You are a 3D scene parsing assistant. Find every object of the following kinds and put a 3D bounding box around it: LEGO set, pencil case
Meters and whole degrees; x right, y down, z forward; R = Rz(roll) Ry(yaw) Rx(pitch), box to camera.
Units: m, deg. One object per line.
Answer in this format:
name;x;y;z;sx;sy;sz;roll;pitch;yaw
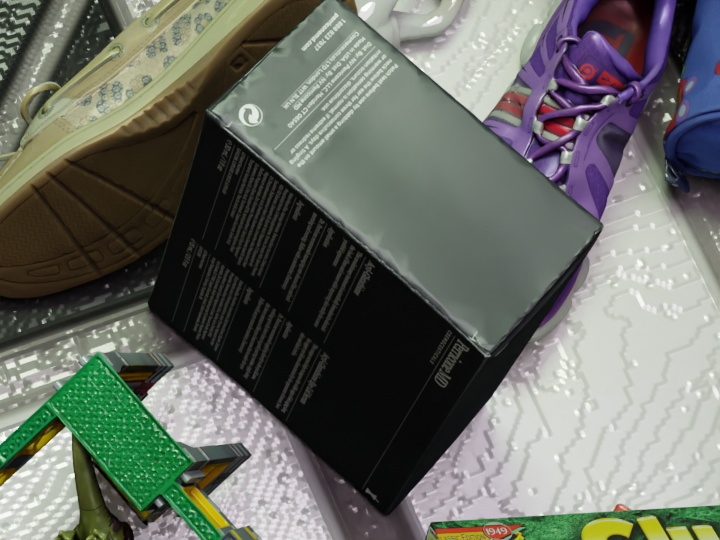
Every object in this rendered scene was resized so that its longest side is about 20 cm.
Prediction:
LEGO set;-0.085;0.126;1.099;0.200;0.116;0.154;40;96;10
pencil case;0.185;-0.131;1.252;0.078;0.087;0.201;4;65;11

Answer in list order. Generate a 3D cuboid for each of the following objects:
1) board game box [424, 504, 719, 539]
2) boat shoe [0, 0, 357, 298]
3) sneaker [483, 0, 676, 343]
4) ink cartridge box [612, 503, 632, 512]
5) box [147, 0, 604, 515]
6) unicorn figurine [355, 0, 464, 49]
board game box;0.132;0.128;1.033;0.199;0.024;0.105;-2;32;-18
boat shoe;-0.091;-0.066;1.163;0.200;0.073;0.063;-38;47;1
sneaker;0.086;-0.063;1.203;0.080;0.083;0.201;23;66;-1
ink cartridge box;0.129;0.222;1.076;0.176;0.045;0.201;30;90;2
box;0.000;0.000;1.096;0.141;0.200;0.079;43;67;7
unicorn figurine;-0.011;-0.128;1.225;0.137;0.074;0.200;-42;67;-13
